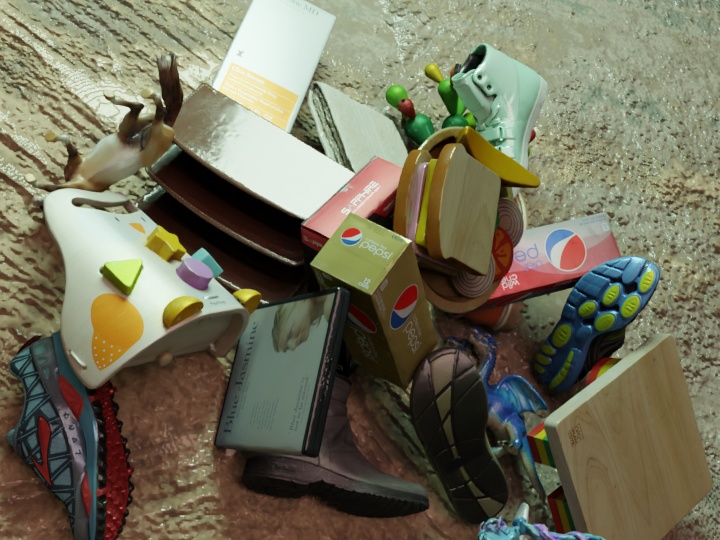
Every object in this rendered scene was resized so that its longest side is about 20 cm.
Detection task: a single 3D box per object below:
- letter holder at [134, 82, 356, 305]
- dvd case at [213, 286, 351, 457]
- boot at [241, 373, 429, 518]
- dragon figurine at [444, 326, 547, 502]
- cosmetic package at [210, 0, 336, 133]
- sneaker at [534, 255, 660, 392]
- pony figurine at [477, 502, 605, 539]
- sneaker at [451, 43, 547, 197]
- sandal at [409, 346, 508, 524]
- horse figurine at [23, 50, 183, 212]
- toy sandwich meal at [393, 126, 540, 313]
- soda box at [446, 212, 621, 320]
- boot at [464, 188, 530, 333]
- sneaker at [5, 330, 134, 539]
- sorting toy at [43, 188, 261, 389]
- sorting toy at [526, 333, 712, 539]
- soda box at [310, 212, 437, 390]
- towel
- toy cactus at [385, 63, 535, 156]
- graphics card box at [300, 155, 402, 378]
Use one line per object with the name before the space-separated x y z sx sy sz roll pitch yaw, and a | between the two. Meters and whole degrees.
letter holder | -0.124 -0.072 0.964 0.200 0.101 0.142 32 56 12
dvd case | -0.075 0.094 0.859 0.018 0.200 0.143 18 74 -26
boot | -0.017 0.167 0.948 0.200 0.070 0.132 20 54 -20
dragon figurine | 0.161 0.153 1.038 0.200 0.059 0.099 45 57 3
cosmetic package | -0.109 -0.228 1.094 0.101 0.071 0.200 24 58 -12
sneaker | 0.265 0.054 1.059 0.083 0.200 0.071 -23 59 -44
pony figurine | 0.133 0.298 0.897 0.200 0.193 0.167 -5 64 -6
sneaker | 0.136 -0.161 1.086 0.118 0.074 0.201 28 69 -28
sandal | 0.095 0.170 0.973 0.080 0.057 0.201 -19 112 -8
horse figurine | -0.236 -0.118 0.898 0.200 0.133 0.050 -39 77 -5
toy sandwich meal | 0.108 -0.052 0.925 0.205 0.070 0.205 -2 93 -46
soda box | 0.185 -0.006 1.050 0.200 0.063 0.070 -13 77 -18
boot | 0.138 -0.033 1.114 0.107 0.075 0.200 14 62 -13
sneaker | -0.264 0.155 0.848 0.095 0.079 0.200 -12 81 8
sorting toy | -0.204 -0.003 0.874 0.180 0.107 0.200 50 20 13
sorting toy | 0.276 0.197 1.024 0.199 0.070 0.200 -29 108 -31
soda box | 0.018 0.035 0.888 0.068 0.200 0.064 27 69 25
towel | 0.014 -0.122 1.075 0.132 0.034 0.200 22 38 -42
toy cactus | 0.120 -0.158 1.162 0.200 0.102 0.165 26 67 -21
graphics card box | 0.000 0.000 0.959 0.051 0.200 0.125 26 51 24
